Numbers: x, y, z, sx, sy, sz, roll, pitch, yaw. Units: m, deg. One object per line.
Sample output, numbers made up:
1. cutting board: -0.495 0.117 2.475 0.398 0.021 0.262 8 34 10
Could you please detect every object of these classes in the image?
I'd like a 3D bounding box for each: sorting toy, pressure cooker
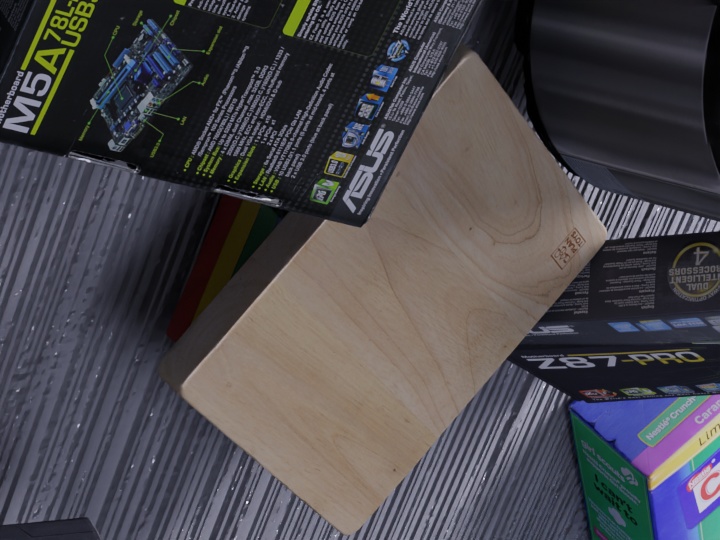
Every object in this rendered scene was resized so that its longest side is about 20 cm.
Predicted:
1. sorting toy: 0.000 0.000 1.374 0.199 0.070 0.200 -49 147 -4
2. pressure cooker: 0.194 -0.102 1.361 0.175 0.200 0.180 -17 113 -37

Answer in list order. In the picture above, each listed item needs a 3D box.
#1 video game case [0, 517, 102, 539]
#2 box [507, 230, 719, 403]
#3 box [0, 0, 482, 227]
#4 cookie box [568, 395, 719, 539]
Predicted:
1. video game case: -0.222 0.194 1.281 0.199 0.026 0.181 -4 126 -29
2. box: 0.171 0.024 1.501 0.161 0.199 0.049 33 57 -57
3. box: -0.040 -0.126 1.170 0.192 0.048 0.201 13 115 -31
4. cookie box: 0.213 0.107 1.728 0.171 0.075 0.200 -39 144 -18
